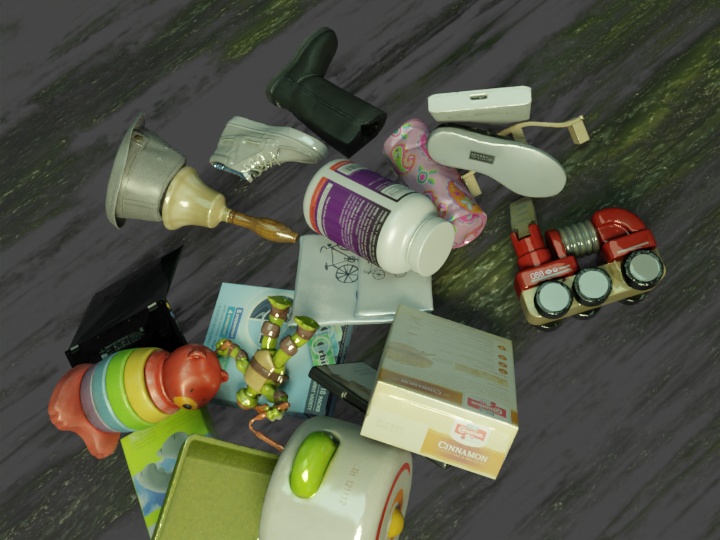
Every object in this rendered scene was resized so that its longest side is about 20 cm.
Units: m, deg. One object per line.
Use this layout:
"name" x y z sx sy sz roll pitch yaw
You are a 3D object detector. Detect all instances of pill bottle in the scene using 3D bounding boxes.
"pill bottle" 0.025 -0.068 0.966 0.200 0.113 0.113 30 74 32

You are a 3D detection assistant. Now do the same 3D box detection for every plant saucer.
"plant saucer" -0.163 0.302 0.829 0.048 0.199 0.201 3 71 44

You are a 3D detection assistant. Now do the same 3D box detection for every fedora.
"fedora" -0.325 -0.148 1.119 0.090 0.177 0.200 15 30 -8

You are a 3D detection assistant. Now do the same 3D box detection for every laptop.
"laptop" -0.316 0.095 1.042 0.187 0.116 0.201 -27 88 18

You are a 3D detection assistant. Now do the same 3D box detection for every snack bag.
"snack bag" 0.000 0.000 0.998 0.199 0.021 0.189 -4 46 7

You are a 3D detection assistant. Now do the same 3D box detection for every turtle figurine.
"turtle figurine" -0.114 0.125 0.918 0.200 0.064 0.162 39 102 43

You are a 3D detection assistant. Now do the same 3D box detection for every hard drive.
"hard drive" 0.173 -0.225 1.010 0.131 0.200 0.026 -2 94 12

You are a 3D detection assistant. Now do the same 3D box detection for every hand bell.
"hand bell" -0.189 -0.080 1.099 0.199 0.104 0.104 20 69 8

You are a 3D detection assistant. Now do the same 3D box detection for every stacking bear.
"stacking bear" -0.270 0.150 0.915 0.199 0.122 0.114 -17 43 16

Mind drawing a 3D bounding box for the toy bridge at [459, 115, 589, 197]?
"toy bridge" 0.235 -0.180 1.043 0.199 0.027 0.067 -27 102 1

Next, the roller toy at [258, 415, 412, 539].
"roller toy" -0.017 0.269 0.814 0.139 0.200 0.183 12 93 17

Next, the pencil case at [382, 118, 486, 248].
"pencil case" 0.103 -0.127 1.039 0.087 0.087 0.200 -27 61 -1

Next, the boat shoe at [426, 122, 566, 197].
"boat shoe" 0.191 -0.162 0.997 0.199 0.069 0.057 19 35 2

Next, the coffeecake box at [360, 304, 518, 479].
"coffeecake box" 0.095 0.131 0.829 0.153 0.200 0.073 18 113 3

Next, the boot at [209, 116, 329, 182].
"boot" -0.148 -0.178 1.139 0.199 0.074 0.096 18 75 30

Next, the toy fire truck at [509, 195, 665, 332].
"toy fire truck" 0.275 -0.037 0.943 0.175 0.129 0.201 -18 71 4

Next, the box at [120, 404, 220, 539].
"box" -0.227 0.283 0.933 0.122 0.048 0.200 -30 60 -2

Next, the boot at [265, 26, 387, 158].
"boot" -0.036 -0.293 1.162 0.200 0.066 0.165 37 86 30

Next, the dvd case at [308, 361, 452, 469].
"dvd case" 0.047 0.170 0.873 0.200 0.143 0.018 30 98 25

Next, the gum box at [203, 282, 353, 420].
"gum box" -0.119 0.111 0.994 0.199 0.045 0.171 5 66 17
